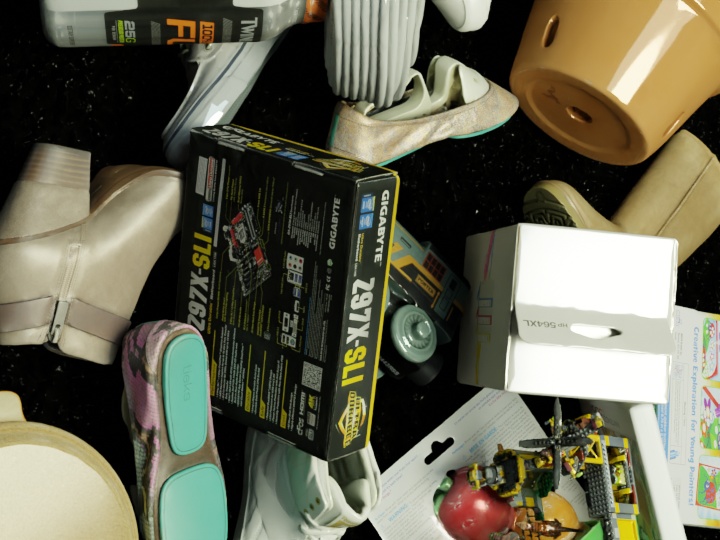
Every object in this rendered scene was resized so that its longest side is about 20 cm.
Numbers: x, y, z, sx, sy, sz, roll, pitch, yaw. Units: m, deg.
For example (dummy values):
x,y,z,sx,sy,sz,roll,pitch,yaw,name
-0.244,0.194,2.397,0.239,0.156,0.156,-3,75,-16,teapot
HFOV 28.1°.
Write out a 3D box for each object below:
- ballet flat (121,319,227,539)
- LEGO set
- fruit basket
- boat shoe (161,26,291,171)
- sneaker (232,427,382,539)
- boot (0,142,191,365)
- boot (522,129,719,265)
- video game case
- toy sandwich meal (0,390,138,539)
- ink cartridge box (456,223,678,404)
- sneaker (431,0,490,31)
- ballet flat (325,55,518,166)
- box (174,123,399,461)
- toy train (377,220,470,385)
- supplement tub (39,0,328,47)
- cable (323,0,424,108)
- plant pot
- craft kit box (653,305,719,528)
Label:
x,y,z,sx,sy,sz,roll,pitch,yaw,name
-0.137,0.133,1.021,0.069,0.071,0.201,-12,101,-45,ballet flat
0.130,0.200,1.054,0.115,0.153,0.201,12,71,-38,LEGO set
0.110,0.217,1.181,0.185,0.094,0.200,-37,88,-31,fruit basket
-0.107,-0.164,1.096,0.067,0.074,0.200,33,60,-3,boat shoe
-0.039,0.197,1.056,0.073,0.115,0.201,3,84,-34,sneaker
-0.175,-0.006,1.030,0.199,0.070,0.147,9,87,-34,boot
0.246,-0.062,1.308,0.200,0.066,0.176,-46,120,-28,boot
0.232,0.200,1.200,0.023,0.182,0.201,-15,92,-4,video game case
-0.243,0.188,0.956,0.204,0.070,0.206,3,85,-36,toy sandwich meal
0.160,0.034,1.116,0.128,0.200,0.126,4,87,-9,ink cartridge box
0.030,-0.276,1.196,0.099,0.078,0.200,-36,95,-23,sneaker
0.057,-0.137,1.181,0.199,0.068,0.068,-25,127,-35,ballet flat
-0.057,0.013,1.000,0.049,0.159,0.201,-12,114,-47,box
0.000,0.000,1.132,0.200,0.085,0.114,43,50,-18,toy train
-0.125,-0.221,1.012,0.199,0.123,0.123,-3,85,-7,supplement tub
0.008,-0.222,1.070,0.069,0.200,0.201,2,122,-4,cable
0.220,-0.185,1.234,0.200,0.200,0.140,39,75,-23,plant pot
0.337,0.142,1.350,0.197,0.048,0.201,11,78,-29,craft kit box
